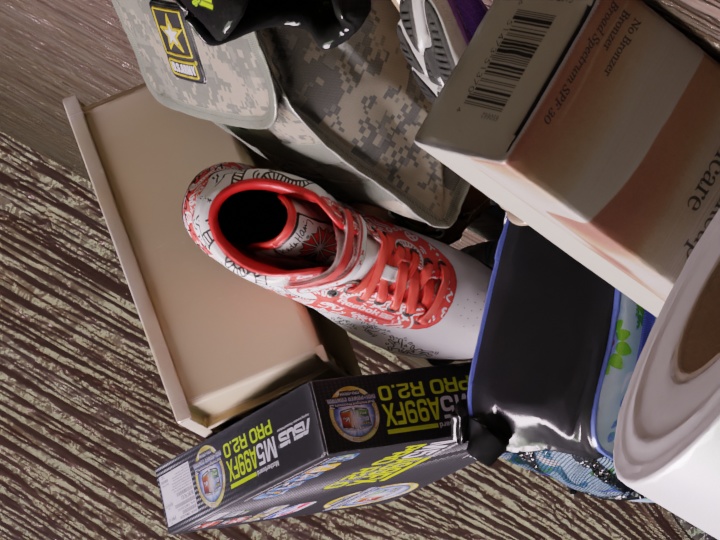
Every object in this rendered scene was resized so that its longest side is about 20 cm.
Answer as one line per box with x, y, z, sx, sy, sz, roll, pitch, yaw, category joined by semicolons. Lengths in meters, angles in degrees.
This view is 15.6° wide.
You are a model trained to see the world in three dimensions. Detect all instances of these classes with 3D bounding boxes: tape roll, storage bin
0.183;0.016;1.055;0.071;0.203;0.202;31;174;-7;tape roll
-0.079;-0.006;1.563;0.199;0.093;0.201;50;-162;-76;storage bin

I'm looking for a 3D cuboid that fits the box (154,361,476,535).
-0.005;0.102;1.523;0.160;0.044;0.200;-5;165;-33;box

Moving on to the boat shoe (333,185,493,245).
0.035;-0.036;1.500;0.072;0.068;0.200;31;154;-11;boat shoe

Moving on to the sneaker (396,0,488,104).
0.094;-0.080;1.287;0.200;0.083;0.081;45;176;-28;sneaker

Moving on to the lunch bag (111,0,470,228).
-0.037;-0.120;1.384;0.200;0.118;0.164;35;171;-31;lunch bag

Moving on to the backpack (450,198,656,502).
0.163;0.039;1.432;0.147;0.184;0.200;3;166;30;backpack

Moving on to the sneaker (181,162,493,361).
-0.001;0.001;1.403;0.201;0.067;0.108;24;180;-8;sneaker

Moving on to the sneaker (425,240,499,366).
0.088;0.015;1.559;0.071;0.080;0.200;69;-164;0;sneaker

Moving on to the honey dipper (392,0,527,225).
0.042;-0.104;1.314;0.200;0.038;0.038;53;163;-30;honey dipper

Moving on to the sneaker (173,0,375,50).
-0.077;-0.152;1.199;0.199;0.088;0.074;12;147;-17;sneaker

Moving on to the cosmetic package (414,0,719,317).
0.138;-0.047;1.225;0.200;0.104;0.087;32;174;-30;cosmetic package

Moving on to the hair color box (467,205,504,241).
0.023;-0.093;1.585;0.200;0.061;0.099;31;174;-11;hair color box
